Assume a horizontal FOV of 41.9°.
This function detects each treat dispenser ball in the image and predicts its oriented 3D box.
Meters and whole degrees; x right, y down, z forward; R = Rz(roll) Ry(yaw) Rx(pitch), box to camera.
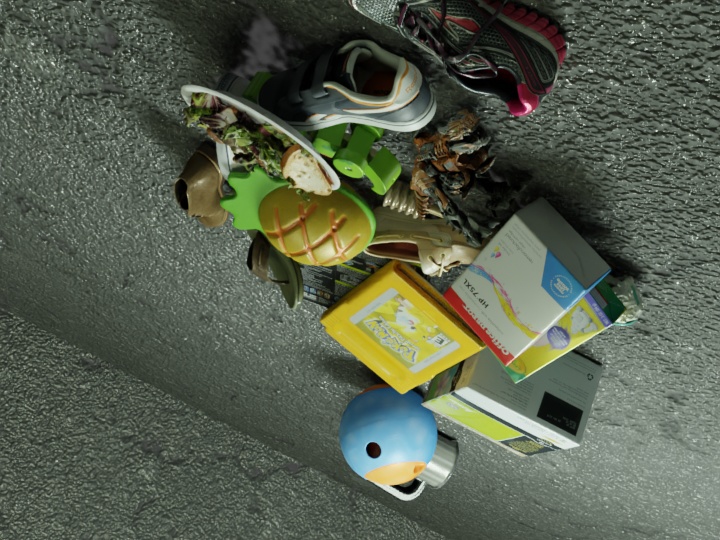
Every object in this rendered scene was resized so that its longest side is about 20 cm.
[{"bbox_3d":[0.056,0.330,1.900,0.199,0.202,0.201,21,159,9],"label":"treat dispenser ball"}]

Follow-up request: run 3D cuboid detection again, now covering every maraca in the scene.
[{"bbox_3d":[-0.078,-0.072,1.190,0.198,0.108,0.138,18,134,-9],"label":"maraca"}]

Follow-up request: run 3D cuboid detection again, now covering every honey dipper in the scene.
[{"bbox_3d":[0.124,-0.060,1.148,0.198,0.038,0.038,22,159,2],"label":"honey dipper"}]

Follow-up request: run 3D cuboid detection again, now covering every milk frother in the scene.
[{"bbox_3d":[0.096,0.402,2.158,0.187,0.181,0.200,30,-159,-14],"label":"milk frother"}]

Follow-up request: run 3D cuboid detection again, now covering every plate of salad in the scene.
[{"bbox_3d":[-0.113,-0.134,1.019,0.199,0.048,0.200,29,172,4],"label":"plate of salad"}]

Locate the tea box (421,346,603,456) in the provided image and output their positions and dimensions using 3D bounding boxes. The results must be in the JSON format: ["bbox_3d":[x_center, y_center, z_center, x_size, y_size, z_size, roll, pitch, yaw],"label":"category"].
[{"bbox_3d":[0.231,0.182,1.464,0.199,0.134,0.197,28,158,-9],"label":"tea box"}]

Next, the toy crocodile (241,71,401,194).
[{"bbox_3d":[-0.041,-0.155,1.057,0.199,0.068,0.062,28,159,-11],"label":"toy crocodile"}]

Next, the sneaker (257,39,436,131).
[{"bbox_3d":[-0.025,-0.190,0.950,0.198,0.079,0.079,5,156,25],"label":"sneaker"}]

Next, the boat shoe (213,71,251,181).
[{"bbox_3d":[-0.131,-0.160,1.148,0.069,0.071,0.201,22,152,11],"label":"boat shoe"}]

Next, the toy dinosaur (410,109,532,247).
[{"bbox_3d":[0.105,-0.105,1.030,0.135,0.102,0.200,40,177,1],"label":"toy dinosaur"}]

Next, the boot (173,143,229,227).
[{"bbox_3d":[-0.235,-0.105,1.353,0.073,0.076,0.200,37,159,9],"label":"boot"}]

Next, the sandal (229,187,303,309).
[{"bbox_3d":[-0.144,-0.026,1.355,0.202,0.057,0.080,57,155,11],"label":"sandal"}]

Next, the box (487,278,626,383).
[{"bbox_3d":[0.213,0.055,1.157,0.118,0.048,0.200,53,136,5],"label":"box"}]

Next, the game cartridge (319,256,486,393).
[{"bbox_3d":[0.055,0.085,1.332,0.176,0.033,0.200,40,137,-11],"label":"game cartridge"}]

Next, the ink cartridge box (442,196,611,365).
[{"bbox_3d":[0.178,0.026,1.093,0.116,0.067,0.200,48,134,12],"label":"ink cartridge box"}]

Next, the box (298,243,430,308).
[{"bbox_3d":[0.000,0.000,1.337,0.198,0.044,0.161,19,136,12],"label":"box"}]

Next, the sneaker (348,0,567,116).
[{"bbox_3d":[0.078,-0.205,0.806,0.199,0.075,0.081,24,159,2],"label":"sneaker"}]

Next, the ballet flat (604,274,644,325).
[{"bbox_3d":[0.259,0.023,1.182,0.199,0.072,0.072,4,151,37],"label":"ballet flat"}]

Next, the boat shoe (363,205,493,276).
[{"bbox_3d":[0.093,-0.027,1.211,0.198,0.070,0.074,13,156,27],"label":"boat shoe"}]
